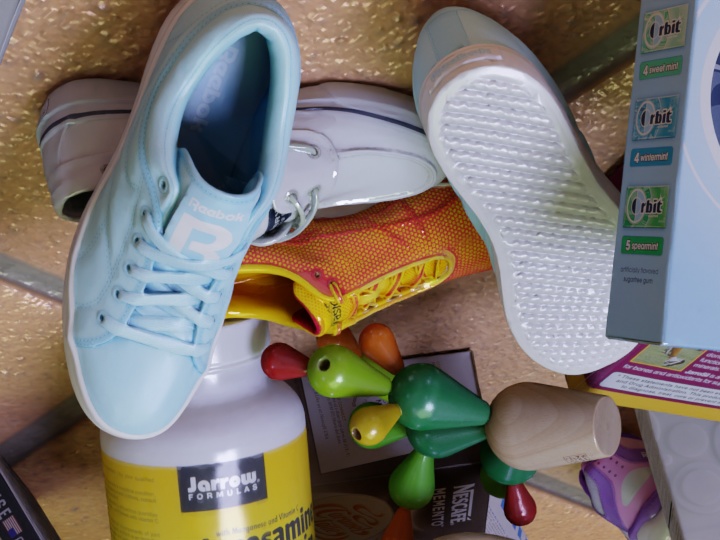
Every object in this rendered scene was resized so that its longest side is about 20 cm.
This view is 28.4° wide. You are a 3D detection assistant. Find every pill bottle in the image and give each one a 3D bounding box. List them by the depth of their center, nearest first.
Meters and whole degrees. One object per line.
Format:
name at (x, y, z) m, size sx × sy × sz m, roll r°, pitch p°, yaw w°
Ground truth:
pill bottle at (-0.082, 0.121, 0.776) m, size 0.111 × 0.201 × 0.112 m, roll -4°, pitch -169°, yaw 1°

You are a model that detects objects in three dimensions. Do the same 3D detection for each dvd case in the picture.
dvd case at (-0.185, 0.191, 0.869) m, size 0.025 × 0.200 × 0.151 m, roll -33°, pitch 149°, yaw -14°

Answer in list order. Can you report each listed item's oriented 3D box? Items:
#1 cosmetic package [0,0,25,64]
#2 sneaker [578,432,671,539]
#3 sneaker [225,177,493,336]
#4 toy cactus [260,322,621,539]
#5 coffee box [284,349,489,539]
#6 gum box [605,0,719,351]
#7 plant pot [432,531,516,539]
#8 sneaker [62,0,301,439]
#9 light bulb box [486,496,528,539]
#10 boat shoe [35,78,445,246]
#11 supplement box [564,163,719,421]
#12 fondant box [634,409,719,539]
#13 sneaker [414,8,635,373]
cosmetic package at (-0.199, -0.083, 0.542) m, size 0.106 × 0.090 × 0.200 m, roll 10°, pitch 140°, yaw -27°
sneaker at (0.202, 0.158, 1.028) m, size 0.081 × 0.088 × 0.200 m, roll -55°, pitch 163°, yaw -3°
sneaker at (0.000, 0.000, 0.727) m, size 0.199 × 0.077 × 0.073 m, roll -9°, pitch 146°, yaw -4°
toy cactus at (0.054, 0.089, 0.750) m, size 0.165 × 0.103 × 0.200 m, roll -5°, pitch 142°, yaw 37°
coffee box at (-0.021, 0.124, 0.905) m, size 0.199 × 0.080 × 0.115 m, roll -8°, pitch 147°, yaw -3°
gum box at (0.192, -0.063, 0.578) m, size 0.169 × 0.201 × 0.045 m, roll 6°, pitch 179°, yaw -22°
plant pot at (0.052, 0.252, 0.760) m, size 0.200 × 0.201 × 0.189 m, roll 7°, pitch 120°, yaw -23°
sneaker at (-0.074, -0.020, 0.575) m, size 0.074 × 0.082 × 0.201 m, roll 11°, pitch 99°, yaw -16°
light bulb box at (0.018, 0.263, 0.998) m, size 0.198 × 0.200 × 0.125 m, roll -24°, pitch 101°, yaw 21°
boat shoe at (-0.048, -0.041, 0.659) m, size 0.199 × 0.067 × 0.074 m, roll 0°, pitch 146°, yaw -14°
supplement box at (0.202, -0.015, 0.730) m, size 0.130 × 0.104 × 0.200 m, roll 12°, pitch 142°, yaw -26°
fondant box at (0.263, 0.138, 0.889) m, size 0.144 × 0.201 × 0.058 m, roll -11°, pitch 147°, yaw 1°
sneaker at (0.081, -0.039, 0.652) m, size 0.074 × 0.082 × 0.200 m, roll -20°, pitch 131°, yaw 9°
